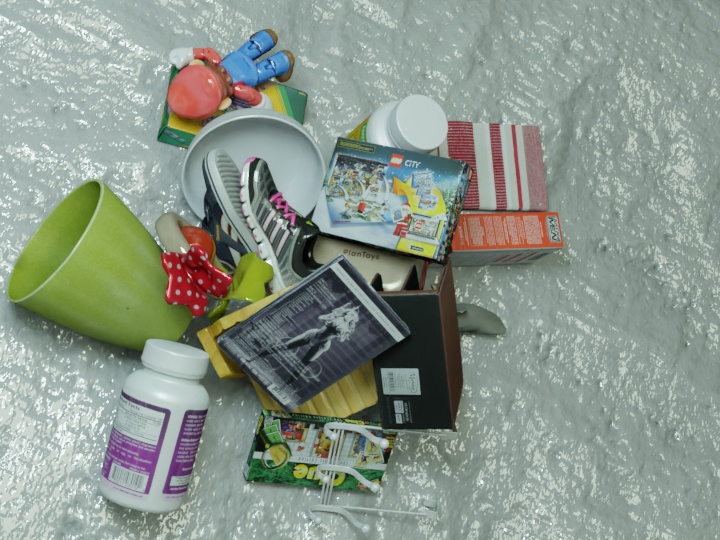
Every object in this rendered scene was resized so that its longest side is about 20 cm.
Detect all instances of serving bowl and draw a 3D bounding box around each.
[{"bbox_3d":[-0.150,-0.146,1.627,0.199,0.201,0.066,16,34,-20],"label":"serving bowl"}]

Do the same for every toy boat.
[{"bbox_3d":[0.000,0.000,1.676,0.199,0.131,0.131,8,69,11],"label":"toy boat"}]

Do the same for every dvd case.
[{"bbox_3d":[-0.059,0.083,1.479,0.149,0.200,0.016,48,17,-29],"label":"dvd case"}]

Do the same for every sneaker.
[{"bbox_3d":[-0.099,-0.062,1.574,0.074,0.087,0.201,-38,112,-70],"label":"sneaker"},{"bbox_3d":[-0.184,-0.069,1.590,0.079,0.079,0.201,-77,149,-54],"label":"sneaker"}]

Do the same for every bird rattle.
[{"bbox_3d":[-0.211,-0.004,1.485,0.113,0.200,0.163,-43,67,13],"label":"bird rattle"}]

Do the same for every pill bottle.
[{"bbox_3d":[0.044,-0.179,1.698,0.111,0.200,0.112,8,71,-24],"label":"pill bottle"},{"bbox_3d":[-0.254,0.193,1.472,0.112,0.112,0.201,14,93,-21],"label":"pill bottle"}]

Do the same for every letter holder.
[{"bbox_3d":[0.078,0.093,1.580,0.142,0.100,0.201,-62,147,-63],"label":"letter holder"}]

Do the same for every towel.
[{"bbox_3d":[0.207,-0.166,1.874,0.199,0.023,0.145,0,78,-23],"label":"towel"}]

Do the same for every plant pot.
[{"bbox_3d":[-0.315,0.016,1.504,0.200,0.187,0.188,39,62,-28],"label":"plant pot"}]

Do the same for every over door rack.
[{"bbox_3d":[0.037,0.281,1.600,0.199,0.067,0.148,3,114,-21],"label":"over door rack"}]

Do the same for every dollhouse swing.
[{"bbox_3d":[-0.078,0.122,1.544,0.199,0.182,0.177,-24,83,5],"label":"dollhouse swing"}]

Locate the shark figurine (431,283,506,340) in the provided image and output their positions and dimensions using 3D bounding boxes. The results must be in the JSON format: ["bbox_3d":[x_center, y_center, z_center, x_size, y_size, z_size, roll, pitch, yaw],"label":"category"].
[{"bbox_3d":[0.124,0.091,1.728,0.214,0.089,0.128,-37,92,-30],"label":"shark figurine"}]

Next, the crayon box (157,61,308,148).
[{"bbox_3d":[-0.183,-0.223,1.685,0.199,0.058,0.119,15,70,-21],"label":"crayon box"}]

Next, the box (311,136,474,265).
[{"bbox_3d":[0.040,-0.096,1.581,0.038,0.199,0.137,31,76,-62],"label":"box"}]

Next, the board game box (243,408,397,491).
[{"bbox_3d":[-0.053,0.249,1.604,0.199,0.023,0.105,9,113,-23],"label":"board game box"}]

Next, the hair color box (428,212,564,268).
[{"bbox_3d":[0.200,-0.047,1.792,0.199,0.101,0.062,-2,76,-26],"label":"hair color box"}]

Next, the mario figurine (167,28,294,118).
[{"bbox_3d":[-0.192,-0.264,1.631,0.123,0.106,0.200,28,45,31],"label":"mario figurine"}]
